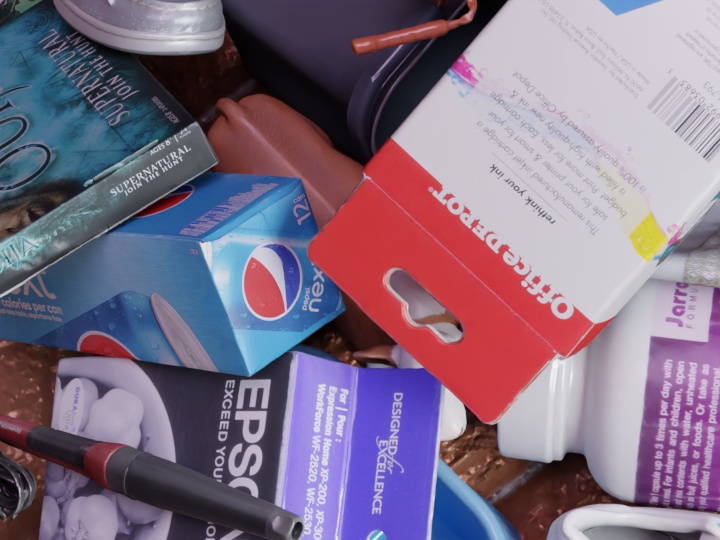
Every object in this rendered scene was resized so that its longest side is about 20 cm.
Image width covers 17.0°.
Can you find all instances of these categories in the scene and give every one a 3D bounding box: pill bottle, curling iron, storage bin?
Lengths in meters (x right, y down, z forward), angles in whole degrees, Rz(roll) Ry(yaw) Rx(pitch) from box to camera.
[{"bbox_3d":[0.165,0.054,1.089,0.200,0.112,0.113,6,69,8],"label":"pill bottle"},{"bbox_3d":[-0.104,0.097,1.060,0.200,0.026,0.050,6,101,34],"label":"curling iron"},{"bbox_3d":[0.027,-0.146,1.177,0.134,0.146,0.200,33,75,28],"label":"storage bin"}]

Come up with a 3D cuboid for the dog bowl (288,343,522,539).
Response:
[{"bbox_3d":[-0.007,0.113,1.118,0.111,0.050,0.200,-42,69,-10],"label":"dog bowl"}]

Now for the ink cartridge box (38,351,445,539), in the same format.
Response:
[{"bbox_3d":[-0.061,0.136,1.057,0.200,0.043,0.199,-3,76,36],"label":"ink cartridge box"}]

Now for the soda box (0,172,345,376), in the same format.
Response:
[{"bbox_3d":[-0.102,-0.003,1.100,0.064,0.068,0.200,-34,25,-34],"label":"soda box"}]

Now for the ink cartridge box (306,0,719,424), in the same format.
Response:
[{"bbox_3d":[0.085,-0.046,1.005,0.116,0.067,0.200,43,102,9],"label":"ink cartridge box"}]

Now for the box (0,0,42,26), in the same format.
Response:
[{"bbox_3d":[-0.216,-0.105,1.235,0.144,0.036,0.200,14,72,11],"label":"box"}]

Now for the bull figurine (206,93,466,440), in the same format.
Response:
[{"bbox_3d":[0.000,0.000,1.123,0.065,0.121,0.200,-35,69,-7],"label":"bull figurine"}]

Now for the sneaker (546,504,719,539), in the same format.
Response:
[{"bbox_3d":[0.179,0.141,1.066,0.200,0.089,0.075,7,68,9],"label":"sneaker"}]

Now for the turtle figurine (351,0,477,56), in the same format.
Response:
[{"bbox_3d":[0.054,-0.195,1.069,0.200,0.064,0.161,-35,52,13],"label":"turtle figurine"}]

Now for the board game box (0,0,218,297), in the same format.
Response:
[{"bbox_3d":[-0.160,-0.059,1.118,0.135,0.028,0.200,-33,32,-8],"label":"board game box"}]

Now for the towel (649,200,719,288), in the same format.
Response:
[{"bbox_3d":[0.136,-0.020,1.102,0.200,0.147,0.024,8,104,16],"label":"towel"}]

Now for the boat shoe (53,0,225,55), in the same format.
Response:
[{"bbox_3d":[-0.115,-0.168,1.167,0.074,0.065,0.202,-5,37,-18],"label":"boat shoe"}]
